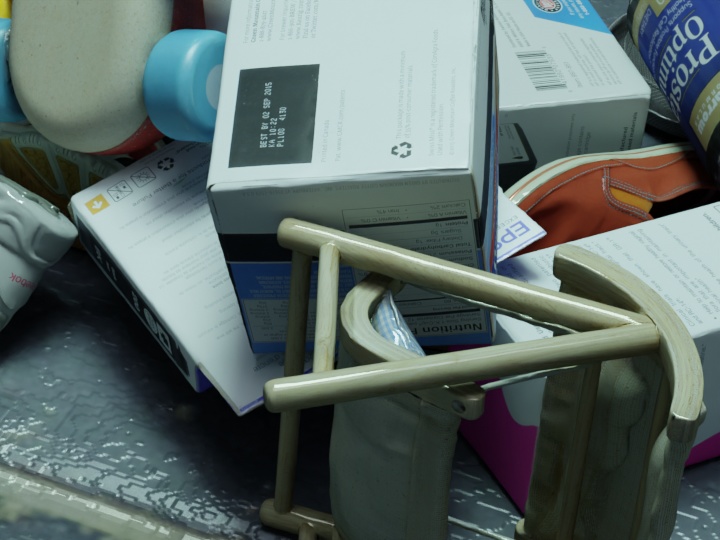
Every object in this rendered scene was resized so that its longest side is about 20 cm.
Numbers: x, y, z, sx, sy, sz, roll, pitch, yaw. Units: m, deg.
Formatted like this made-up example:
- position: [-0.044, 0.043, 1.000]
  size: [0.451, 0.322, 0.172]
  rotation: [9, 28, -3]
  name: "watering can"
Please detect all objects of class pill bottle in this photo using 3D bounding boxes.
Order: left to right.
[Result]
- position: [0.246, -0.106, 1.359]
  size: [0.111, 0.112, 0.200]
  rotation: [-8, 49, -17]
  name: "pill bottle"

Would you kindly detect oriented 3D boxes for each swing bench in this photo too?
- position: [0.051, 0.096, 1.079]
  size: [0.199, 0.199, 0.130]
  rotation: [4, 39, -2]
  name: "swing bench"

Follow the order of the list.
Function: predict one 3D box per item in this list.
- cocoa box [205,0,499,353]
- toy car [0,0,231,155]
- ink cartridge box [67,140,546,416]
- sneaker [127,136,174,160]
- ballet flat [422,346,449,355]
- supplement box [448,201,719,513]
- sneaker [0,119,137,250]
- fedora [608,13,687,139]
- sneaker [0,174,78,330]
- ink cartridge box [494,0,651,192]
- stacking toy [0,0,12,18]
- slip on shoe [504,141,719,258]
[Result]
- position: [0.003, -0.073, 1.163]
  size: [0.133, 0.131, 0.200]
  rotation: [-3, 48, 8]
  name: "cocoa box"
- position: [-0.103, -0.154, 1.320]
  size: [0.184, 0.178, 0.200]
  rotation: [8, 5, 36]
  name: "toy car"
- position: [-0.030, -0.018, 1.239]
  size: [0.198, 0.043, 0.200]
  rotation: [-30, 49, -14]
  name: "ink cartridge box"
- position: [-0.109, -0.082, 1.407]
  size: [0.083, 0.081, 0.200]
  rotation: [12, 21, -45]
  name: "sneaker"
- position: [0.000, 0.000, 1.298]
  size: [0.199, 0.073, 0.068]
  rotation: [10, 36, 5]
  name: "ballet flat"
- position: [0.157, 0.044, 1.240]
  size: [0.199, 0.101, 0.103]
  rotation: [-15, 42, -25]
  name: "supplement box"
- position: [-0.187, -0.076, 1.369]
  size: [0.199, 0.076, 0.088]
  rotation: [22, 41, 19]
  name: "sneaker"
- position: [0.263, -0.160, 1.522]
  size: [0.199, 0.091, 0.177]
  rotation: [5, 38, -1]
  name: "fedora"
- position: [-0.257, -0.028, 1.291]
  size: [0.200, 0.078, 0.100]
  rotation: [28, 87, 39]
  name: "sneaker"
- position: [0.063, -0.110, 1.437]
  size: [0.199, 0.084, 0.145]
  rotation: [-6, 39, -16]
  name: "ink cartridge box"
- position: [-0.272, -0.165, 1.458]
  size: [0.200, 0.146, 0.146]
  rotation: [42, 48, 14]
  name: "stacking toy"
- position: [0.150, -0.029, 1.361]
  size: [0.199, 0.074, 0.061]
  rotation: [-14, 45, -31]
  name: "slip on shoe"
